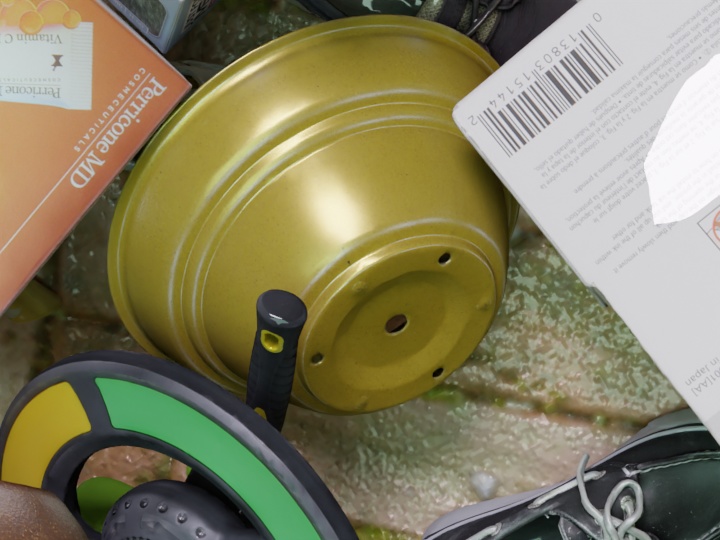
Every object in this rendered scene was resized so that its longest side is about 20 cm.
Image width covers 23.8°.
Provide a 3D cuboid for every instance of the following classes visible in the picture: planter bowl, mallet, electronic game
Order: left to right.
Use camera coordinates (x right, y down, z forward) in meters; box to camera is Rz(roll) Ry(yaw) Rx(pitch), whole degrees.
[{"bbox_3d":[-0.073,0.124,0.697,0.199,0.042,0.202,18,124,28],"label":"electronic game"},{"bbox_3d":[-0.032,0.073,0.701,0.065,0.041,0.200,28,147,2],"label":"mallet"},{"bbox_3d":[0.000,0.000,0.722,0.201,0.200,0.084,-49,47,17],"label":"planter bowl"}]

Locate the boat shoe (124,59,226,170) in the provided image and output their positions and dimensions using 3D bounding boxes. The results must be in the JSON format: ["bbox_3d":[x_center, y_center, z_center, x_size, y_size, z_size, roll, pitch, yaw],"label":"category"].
[{"bbox_3d":[-0.065,-0.064,0.787,0.198,0.070,0.072,15,106,8],"label":"boat shoe"}]

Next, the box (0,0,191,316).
[{"bbox_3d":[-0.184,-0.097,0.688,0.200,0.097,0.125,40,91,-15],"label":"box"}]

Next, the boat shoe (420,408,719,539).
[{"bbox_3d":[0.112,0.122,0.797,0.198,0.068,0.074,-17,100,14],"label":"boat shoe"}]

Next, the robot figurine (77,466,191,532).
[{"bbox_3d":[-0.096,0.175,0.826,0.198,0.116,0.177,23,98,5],"label":"robot figurine"}]

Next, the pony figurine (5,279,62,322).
[{"bbox_3d":[-0.258,-0.039,0.802,0.191,0.167,0.201,-16,115,7],"label":"pony figurine"}]

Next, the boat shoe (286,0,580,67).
[{"bbox_3d":[0.035,-0.118,0.757,0.199,0.065,0.072,26,103,3],"label":"boat shoe"}]

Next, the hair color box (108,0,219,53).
[{"bbox_3d":[-0.047,-0.197,0.703,0.099,0.061,0.200,43,70,-1],"label":"hair color box"}]

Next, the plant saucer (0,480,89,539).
[{"bbox_3d":[-0.191,0.090,0.651,0.198,0.200,0.037,7,80,9],"label":"plant saucer"}]

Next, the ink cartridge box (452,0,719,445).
[{"bbox_3d":[0.163,-0.055,0.638,0.200,0.045,0.177,-39,69,6],"label":"ink cartridge box"}]
